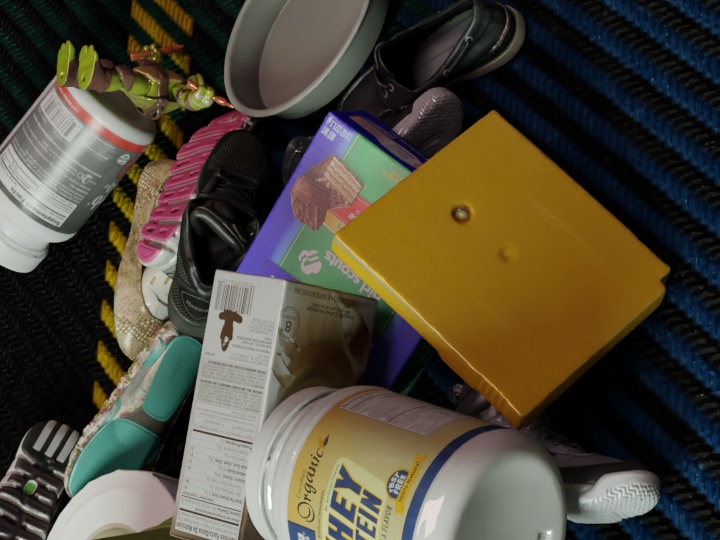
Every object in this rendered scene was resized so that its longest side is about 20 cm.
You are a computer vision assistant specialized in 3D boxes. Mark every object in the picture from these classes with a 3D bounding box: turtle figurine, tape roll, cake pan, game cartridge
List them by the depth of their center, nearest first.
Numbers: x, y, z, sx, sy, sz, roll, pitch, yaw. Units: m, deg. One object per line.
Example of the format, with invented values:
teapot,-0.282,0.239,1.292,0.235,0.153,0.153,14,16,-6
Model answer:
game cartridge,0.107,-0.004,1.291,0.176,0.033,0.200,-37,70,-23
tape roll,-0.198,0.279,1.529,0.201,0.070,0.205,-18,61,37
cake pan,-0.047,-0.224,1.600,0.199,0.037,0.202,-29,46,35
turtle figurine,-0.209,-0.183,1.681,0.200,0.160,0.065,40,116,51

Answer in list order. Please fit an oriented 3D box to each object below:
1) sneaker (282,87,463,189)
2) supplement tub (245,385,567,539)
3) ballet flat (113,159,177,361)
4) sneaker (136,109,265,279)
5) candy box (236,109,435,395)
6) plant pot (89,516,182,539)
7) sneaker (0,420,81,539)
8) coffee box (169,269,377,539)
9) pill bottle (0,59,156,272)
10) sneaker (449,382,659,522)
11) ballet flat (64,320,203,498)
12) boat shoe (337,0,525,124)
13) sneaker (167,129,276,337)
sneaker,-0.002,-0.096,1.499,0.201,0.075,0.114,-51,50,17
supplement tub,0.028,0.161,1.206,0.199,0.144,0.146,13,82,45
ballet flat,-0.187,-0.015,1.639,0.065,0.070,0.202,-13,66,41
sneaker,-0.132,-0.061,1.611,0.073,0.088,0.201,-10,44,41
candy box,0.000,0.000,1.405,0.169,0.077,0.201,37,109,18
plant pot,-0.183,0.278,1.340,0.198,0.189,0.203,-9,74,34
sneaker,-0.322,0.244,1.622,0.201,0.075,0.116,-58,-5,-41
coffee box,-0.064,0.109,1.313,0.079,0.114,0.203,7,87,40
pill bottle,-0.306,-0.103,1.751,0.200,0.115,0.116,-47,48,17
sneaker,0.132,0.122,1.279,0.199,0.075,0.115,-6,71,43
ballet flat,-0.202,0.128,1.608,0.201,0.075,0.064,-51,21,7
boat shoe,0.045,-0.177,1.497,0.198,0.066,0.075,-22,60,35
sneaker,-0.110,-0.052,1.494,0.114,0.075,0.201,119,170,-57
